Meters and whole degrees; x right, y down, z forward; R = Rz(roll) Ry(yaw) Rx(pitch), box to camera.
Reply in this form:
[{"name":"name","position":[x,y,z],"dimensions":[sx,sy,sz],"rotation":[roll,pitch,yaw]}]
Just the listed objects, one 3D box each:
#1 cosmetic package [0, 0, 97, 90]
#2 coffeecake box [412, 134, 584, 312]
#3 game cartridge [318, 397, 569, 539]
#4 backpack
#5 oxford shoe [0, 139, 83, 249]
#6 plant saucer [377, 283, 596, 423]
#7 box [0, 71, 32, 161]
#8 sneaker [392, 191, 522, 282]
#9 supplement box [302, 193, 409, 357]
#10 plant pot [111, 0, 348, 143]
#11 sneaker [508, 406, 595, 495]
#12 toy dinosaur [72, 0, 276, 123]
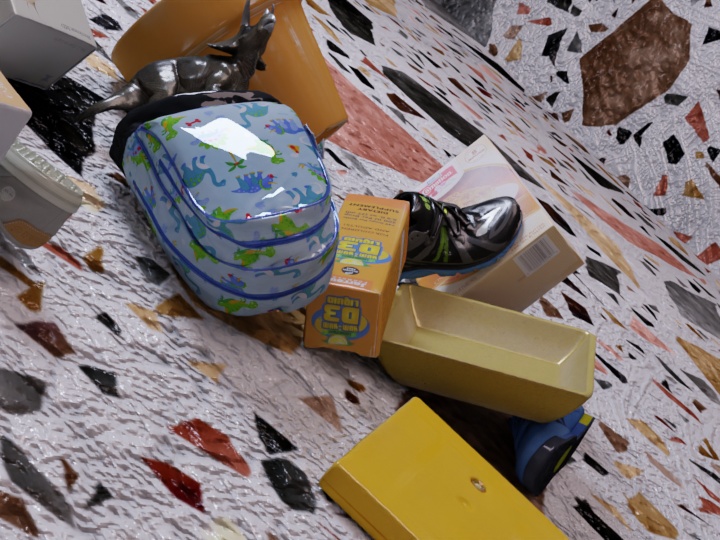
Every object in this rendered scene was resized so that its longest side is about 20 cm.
[{"name":"cosmetic package","position":[-0.313,-0.268,1.117],"dimensions":[0.103,0.073,0.200],"rotation":[13,49,-59]},{"name":"coffeecake box","position":[0.127,-0.034,1.398],"dimensions":[0.073,0.153,0.200],"rotation":[45,11,-36]},{"name":"game cartridge","position":[0.069,0.185,0.963],"dimensions":[0.176,0.032,0.200],"rotation":[43,20,9]},{"name":"backpack","position":[-0.095,-0.056,1.029],"dimensions":[0.163,0.154,0.200],"rotation":[-7,63,-24]},{"name":"oxford shoe","position":[-0.263,-0.075,0.874],"dimensions":[0.200,0.058,0.075],"rotation":[36,4,36]},{"name":"plant saucer","position":[0.113,0.079,1.188],"dimensions":[0.200,0.049,0.200],"rotation":[16,16,8]},{"name":"box","position":[-0.327,-0.120,0.762],"dimensions":[0.152,0.106,0.200],"rotation":[50,19,29]},{"name":"sneaker","position":[0.073,-0.041,1.283],"dimensions":[0.199,0.083,0.071],"rotation":[-12,39,-15]},{"name":"supplement box","position":[0.000,0.000,1.140],"dimensions":[0.066,0.069,0.200],"rotation":[8,28,5]},{"name":"plant pot","position":[-0.114,-0.190,1.278],"dimensions":[0.183,0.200,0.200],"rotation":[56,17,-2]},{"name":"sneaker","position":[0.160,0.150,1.185],"dimensions":[0.078,0.066,0.200],"rotation":[35,15,13]},{"name":"toy dinosaur","position":[-0.155,-0.159,1.148],"dimensions":[0.077,0.200,0.102],"rotation":[67,3,-50]}]
